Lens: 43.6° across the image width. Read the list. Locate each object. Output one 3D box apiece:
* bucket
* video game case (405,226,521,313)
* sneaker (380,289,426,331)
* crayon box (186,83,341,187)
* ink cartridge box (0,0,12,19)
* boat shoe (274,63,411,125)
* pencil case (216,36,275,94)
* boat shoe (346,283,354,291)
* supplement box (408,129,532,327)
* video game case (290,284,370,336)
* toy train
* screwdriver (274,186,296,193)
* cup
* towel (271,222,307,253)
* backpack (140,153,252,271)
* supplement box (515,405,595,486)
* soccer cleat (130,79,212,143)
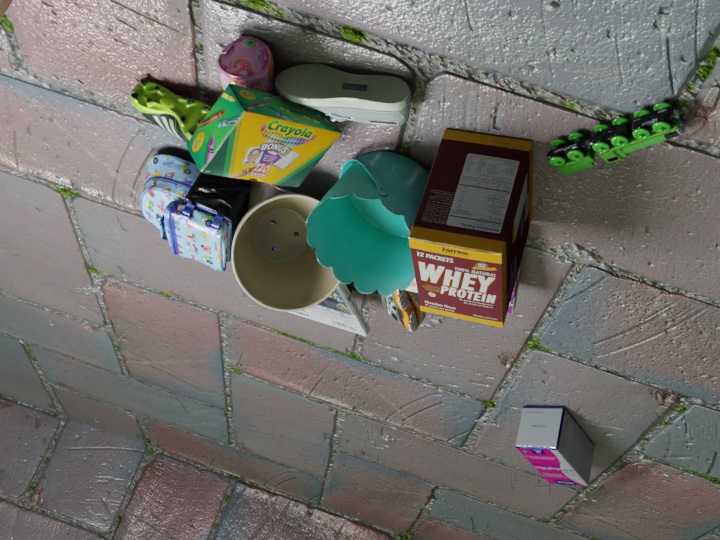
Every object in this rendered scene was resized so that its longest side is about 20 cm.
[{"bbox_3d":[0.028,-0.078,1.417,0.206,0.135,0.208,17,138,17],"label":"bucket"},{"bbox_3d":[0.173,-0.018,1.531,0.198,0.036,0.182,13,137,14],"label":"video game case"},{"bbox_3d":[0.071,0.038,1.689,0.077,0.078,0.201,28,149,29],"label":"sneaker"},{"bbox_3d":[-0.137,-0.191,1.304,0.199,0.058,0.119,3,137,-50],"label":"crayon box"},{"bbox_3d":[-0.606,-0.456,1.278,0.163,0.076,0.200,15,150,7],"label":"ink cartridge box"},{"bbox_3d":[-0.025,-0.240,1.282,0.199,0.070,0.072,11,148,14],"label":"boat shoe"},{"bbox_3d":[-0.164,-0.250,1.340,0.087,0.088,0.200,16,152,8],"label":"pencil case"},{"bbox_3d":[0.000,0.000,1.671,0.072,0.072,0.200,21,144,0],"label":"boat shoe"},{"bbox_3d":[0.168,-0.060,1.329,0.132,0.201,0.198,11,149,16],"label":"supplement box"},{"bbox_3d":[-0.092,0.048,1.726,0.199,0.023,0.182,16,153,30],"label":"video game case"},{"bbox_3d":[0.340,-0.172,1.204,0.056,0.042,0.199,29,151,-35],"label":"toy train"},{"bbox_3d":[-0.059,-0.109,1.565,0.198,0.029,0.028,16,150,6],"label":"screwdriver"},{"bbox_3d":[-0.129,-0.046,1.560,0.199,0.201,0.143,31,-173,-18],"label":"cup"},{"bbox_3d":[-0.153,-0.033,1.738,0.147,0.050,0.200,28,151,1],"label":"towel"},{"bbox_3d":[-0.308,-0.110,1.614,0.199,0.135,0.183,23,150,1],"label":"backpack"},{"bbox_3d":[0.439,0.394,2.022,0.101,0.104,0.200,-6,143,36],"label":"supplement box"},{"bbox_3d":[-0.279,-0.238,1.432,0.199,0.068,0.081,32,168,19],"label":"soccer cleat"}]
